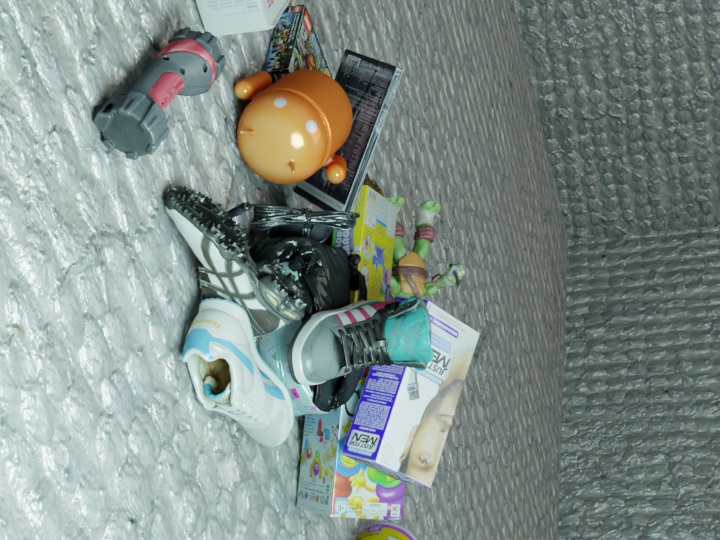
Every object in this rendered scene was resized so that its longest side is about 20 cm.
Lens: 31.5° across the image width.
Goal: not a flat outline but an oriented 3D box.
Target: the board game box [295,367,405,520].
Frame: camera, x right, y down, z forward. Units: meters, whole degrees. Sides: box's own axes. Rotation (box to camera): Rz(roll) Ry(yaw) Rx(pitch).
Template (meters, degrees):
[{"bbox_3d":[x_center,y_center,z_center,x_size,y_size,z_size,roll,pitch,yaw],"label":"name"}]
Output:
[{"bbox_3d":[-0.005,0.202,1.584,0.105,0.103,0.201,-5,-101,63],"label":"board game box"}]

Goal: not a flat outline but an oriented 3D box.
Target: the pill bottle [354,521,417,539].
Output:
[{"bbox_3d":[0.016,0.423,1.699,0.200,0.104,0.105,-48,130,-68],"label":"pill bottle"}]

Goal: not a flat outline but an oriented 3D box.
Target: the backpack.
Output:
[{"bbox_3d":[-0.071,0.070,1.485,0.167,0.126,0.201,11,76,-60],"label":"backpack"}]

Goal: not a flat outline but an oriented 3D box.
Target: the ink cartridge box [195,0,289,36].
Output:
[{"bbox_3d":[-0.148,-0.386,1.441,0.147,0.082,0.201,-70,150,-54],"label":"ink cartridge box"}]

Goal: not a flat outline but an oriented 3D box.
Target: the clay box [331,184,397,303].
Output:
[{"bbox_3d":[0.000,0.000,1.650,0.115,0.047,0.201,29,66,-65],"label":"clay box"}]

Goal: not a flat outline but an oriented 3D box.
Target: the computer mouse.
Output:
[{"bbox_3d":[-0.096,-0.050,1.494,0.200,0.140,0.046,-177,-89,-69],"label":"computer mouse"}]

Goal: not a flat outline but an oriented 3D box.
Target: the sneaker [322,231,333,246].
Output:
[{"bbox_3d":[-0.054,-0.006,1.676,0.200,0.073,0.113,-35,122,-63],"label":"sneaker"}]

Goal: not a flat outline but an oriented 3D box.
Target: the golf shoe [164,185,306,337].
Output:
[{"bbox_3d":[-0.149,0.000,1.344,0.200,0.094,0.078,47,19,-23],"label":"golf shoe"}]

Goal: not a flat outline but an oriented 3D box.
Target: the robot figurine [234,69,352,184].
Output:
[{"bbox_3d":[-0.077,-0.173,1.545,0.200,0.116,0.145,-53,134,-61],"label":"robot figurine"}]

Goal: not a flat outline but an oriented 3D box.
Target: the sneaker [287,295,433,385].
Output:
[{"bbox_3d":[0.018,0.079,1.397,0.200,0.120,0.084,-26,110,-55],"label":"sneaker"}]

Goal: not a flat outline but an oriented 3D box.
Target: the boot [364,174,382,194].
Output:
[{"bbox_3d":[0.004,-0.115,1.880,0.074,0.075,0.201,54,34,-56],"label":"boot"}]

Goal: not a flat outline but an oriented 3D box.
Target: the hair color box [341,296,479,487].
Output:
[{"bbox_3d":[0.062,0.144,1.516,0.109,0.065,0.201,31,73,-42],"label":"hair color box"}]

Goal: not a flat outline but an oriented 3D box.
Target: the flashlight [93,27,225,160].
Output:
[{"bbox_3d":[-0.192,-0.174,1.260,0.200,0.067,0.068,-72,147,-55],"label":"flashlight"}]

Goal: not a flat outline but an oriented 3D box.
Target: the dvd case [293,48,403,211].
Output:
[{"bbox_3d":[-0.017,-0.174,1.619,0.016,0.149,0.201,16,99,-31],"label":"dvd case"}]

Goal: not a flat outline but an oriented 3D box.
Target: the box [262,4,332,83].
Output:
[{"bbox_3d":[-0.072,-0.236,1.723,0.200,0.037,0.137,68,24,-44],"label":"box"}]

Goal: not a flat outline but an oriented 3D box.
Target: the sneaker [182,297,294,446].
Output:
[{"bbox_3d":[-0.135,0.126,1.364,0.201,0.076,0.081,64,34,-36],"label":"sneaker"}]

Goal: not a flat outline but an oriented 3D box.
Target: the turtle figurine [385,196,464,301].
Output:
[{"bbox_3d":[0.089,-0.028,2.019,0.200,0.143,0.195,57,28,-64],"label":"turtle figurine"}]
